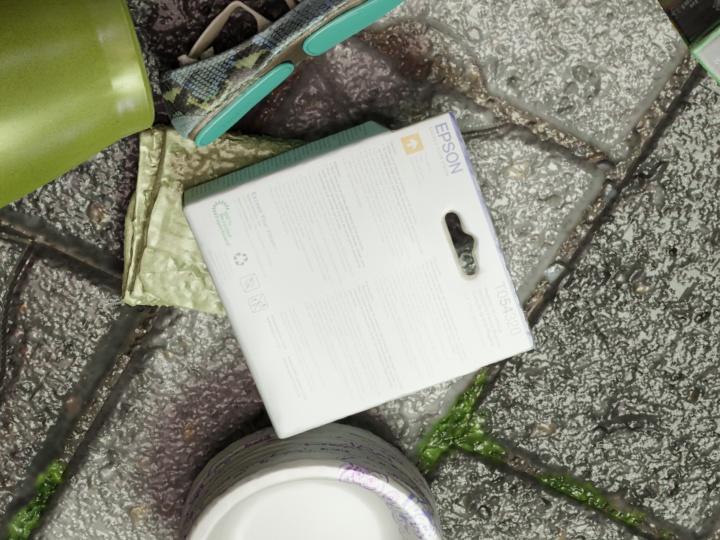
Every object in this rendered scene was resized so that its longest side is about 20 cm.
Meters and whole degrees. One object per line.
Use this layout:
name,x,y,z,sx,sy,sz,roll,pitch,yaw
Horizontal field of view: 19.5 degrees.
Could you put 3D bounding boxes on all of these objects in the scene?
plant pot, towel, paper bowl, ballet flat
plant pot,-0.242,-0.129,1.372,0.193,0.200,0.201,-17,117,-10
towel,-0.069,-0.030,1.507,0.200,0.037,0.149,8,114,-8
paper bowl,-0.038,0.205,1.586,0.200,0.104,0.201,-2,116,-5
ballet flat,-0.054,-0.166,1.427,0.200,0.074,0.074,-35,114,2

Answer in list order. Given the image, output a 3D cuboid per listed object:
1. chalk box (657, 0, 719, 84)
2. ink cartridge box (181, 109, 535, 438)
chalk box,0.288,-0.161,1.384,0.124,0.200,0.124,-40,113,14
ink cartridge box,0.000,0.000,1.485,0.200,0.043,0.197,-20,113,2
